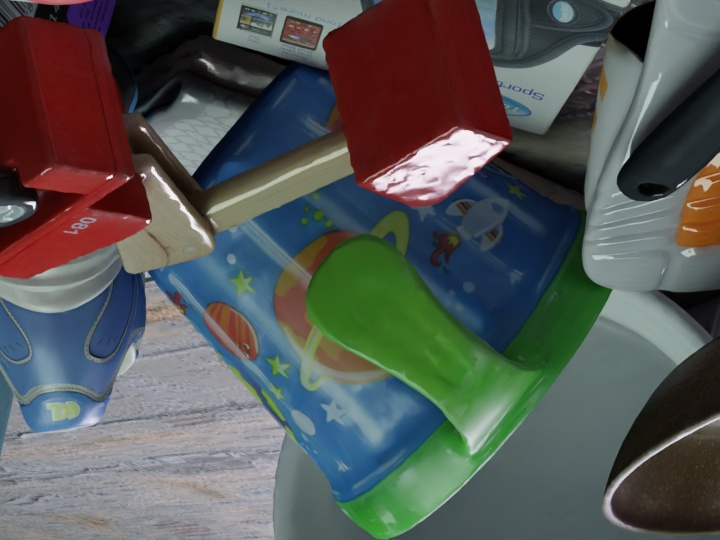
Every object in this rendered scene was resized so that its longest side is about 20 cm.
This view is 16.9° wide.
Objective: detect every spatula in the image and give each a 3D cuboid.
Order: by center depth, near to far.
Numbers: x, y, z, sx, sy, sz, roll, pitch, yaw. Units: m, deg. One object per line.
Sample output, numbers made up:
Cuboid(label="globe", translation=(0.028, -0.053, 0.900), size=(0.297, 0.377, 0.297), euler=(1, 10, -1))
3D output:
Cuboid(label="spatula", translation=(0.122, -0.075, 0.656), size=(0.056, 0.021, 0.200), euler=(13, 141, -21))

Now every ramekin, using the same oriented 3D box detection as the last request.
Cuboid(label="ramekin", translation=(0.074, 0.095, 0.967), size=(0.199, 0.202, 0.098), euler=(10, 180, 18))

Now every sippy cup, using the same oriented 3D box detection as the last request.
Cuboid(label="sippy cup", translation=(0.000, 0.000, 0.839), size=(0.130, 0.140, 0.178), euler=(40, 147, -6))

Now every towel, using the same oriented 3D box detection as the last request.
Cuboid(label="towel", translation=(-0.025, -0.030, 1.010), size=(0.190, 0.032, 0.200), euler=(22, 163, -21))

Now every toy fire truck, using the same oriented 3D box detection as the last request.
Cuboid(label="toy fire truck", translation=(-0.071, -0.024, 0.696), size=(0.199, 0.049, 0.140), euler=(-30, 156, 37))

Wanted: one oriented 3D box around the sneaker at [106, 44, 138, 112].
Cuboid(label="sneaker", translation=(-0.184, -0.077, 0.911), size=(0.198, 0.083, 0.073), euler=(16, 161, -8))

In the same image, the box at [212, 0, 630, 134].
Cuboid(label="box", translation=(0.020, -0.097, 0.740), size=(0.118, 0.042, 0.200), euler=(16, 161, -3))

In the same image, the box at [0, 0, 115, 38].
Cuboid(label="box", translation=(-0.188, -0.099, 0.769), size=(0.198, 0.123, 0.106), euler=(8, 162, 18))

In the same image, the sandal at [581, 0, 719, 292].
Cuboid(label="sandal", translation=(0.114, -0.068, 0.732), size=(0.078, 0.060, 0.207), euler=(0, 143, -6))

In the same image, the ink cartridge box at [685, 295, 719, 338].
Cuboid(label="ink cartridge box", translation=(0.212, 0.077, 1.113), size=(0.199, 0.048, 0.160), euler=(22, 162, -13))

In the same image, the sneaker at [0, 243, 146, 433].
Cuboid(label="sneaker", translation=(-0.115, -0.002, 0.871), size=(0.075, 0.078, 0.200), euler=(-4, -166, -3))

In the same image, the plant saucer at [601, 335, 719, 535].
Cuboid(label="plant saucer", translation=(0.173, 0.040, 0.810), size=(0.199, 0.037, 0.201), euler=(-12, 159, -5))

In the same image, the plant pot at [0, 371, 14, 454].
Cuboid(label="plant pot", translation=(-0.220, 0.005, 0.998), size=(0.140, 0.202, 0.141), euler=(8, 162, 25))

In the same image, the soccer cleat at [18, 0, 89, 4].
Cuboid(label="soccer cleat", translation=(-0.076, -0.105, 0.654), size=(0.072, 0.069, 0.200), euler=(-1, -170, 3))
